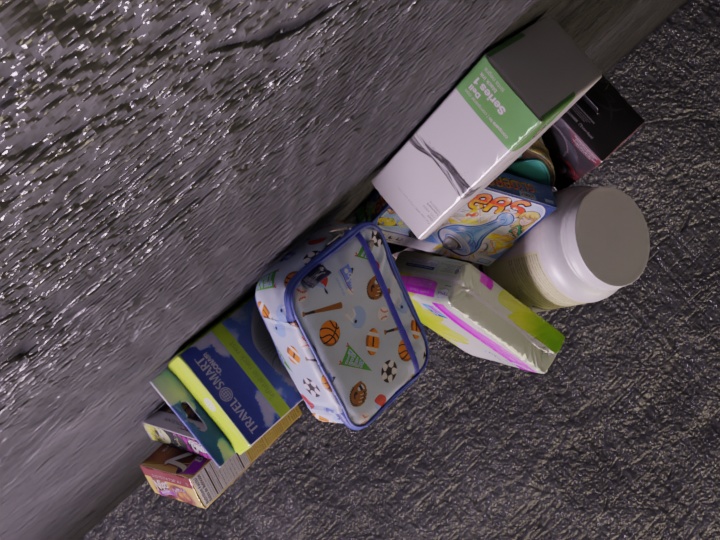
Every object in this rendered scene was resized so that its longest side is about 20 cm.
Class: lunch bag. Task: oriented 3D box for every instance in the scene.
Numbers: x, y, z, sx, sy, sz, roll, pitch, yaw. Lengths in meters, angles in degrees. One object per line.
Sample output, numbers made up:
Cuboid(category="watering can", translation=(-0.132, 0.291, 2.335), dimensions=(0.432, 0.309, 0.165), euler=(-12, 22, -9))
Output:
Cuboid(category="lunch bag", translation=(-0.012, 0.049, 1.045), dimensions=(0.160, 0.201, 0.075), euler=(-38, -152, -32))

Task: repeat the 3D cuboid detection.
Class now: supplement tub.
Cuboid(category="supplement tub", translation=(0.251, -0.025, 1.282), dimensions=(0.145, 0.145, 0.200), euler=(-40, -168, -29))

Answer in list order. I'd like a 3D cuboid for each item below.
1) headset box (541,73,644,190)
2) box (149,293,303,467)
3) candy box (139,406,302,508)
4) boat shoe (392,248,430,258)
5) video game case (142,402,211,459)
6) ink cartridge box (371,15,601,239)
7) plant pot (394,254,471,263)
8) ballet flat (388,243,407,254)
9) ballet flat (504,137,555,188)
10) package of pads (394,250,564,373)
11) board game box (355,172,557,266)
Cuboid(category="headset box", translation=(0.240, -0.188, 1.201), dimensions=(0.075, 0.149, 0.200), euler=(-42, 178, -7))
Cuboid(category="box", translation=(-0.108, 0.098, 1.071), dimensions=(0.200, 0.122, 0.048), euler=(-40, -179, -34))
Cuboid(category="candy box", translation=(-0.189, 0.230, 1.375), dimensions=(0.116, 0.057, 0.200), euler=(3, -147, 45))
Cuboid(category="boat shoe", translation=(0.131, -0.078, 1.337), dimensions=(0.200, 0.075, 0.093), euler=(-39, 154, 19))
Cuboid(category="video game case", translation=(-0.173, 0.171, 1.367), dimensions=(0.200, 0.036, 0.181), euler=(-40, -153, -32))
Cuboid(category="ink cartridge box", translation=(0.121, -0.138, 0.991), dimensions=(0.146, 0.084, 0.200), euler=(-38, 176, -46))
Cuboid(category="plant pot", translation=(0.137, -0.061, 1.483), dimensions=(0.200, 0.200, 0.176), euler=(-40, -171, -22))
Cuboid(category="ballet flat", translation=(0.092, -0.075, 1.281), dimensions=(0.199, 0.067, 0.057), euler=(-21, 173, 19))
Cuboid(category="ballet flat", translation=(0.180, -0.150, 1.168), dimensions=(0.071, 0.071, 0.200), euler=(-42, 147, 11))
Cuboid(category="package of pads", translation=(0.138, 0.053, 1.277), dimensions=(0.154, 0.200, 0.068), euler=(11, -111, 57))
Cuboid(category="board game box", translation=(0.113, -0.071, 1.187), dimensions=(0.199, 0.035, 0.135), euler=(12, 142, -31))
